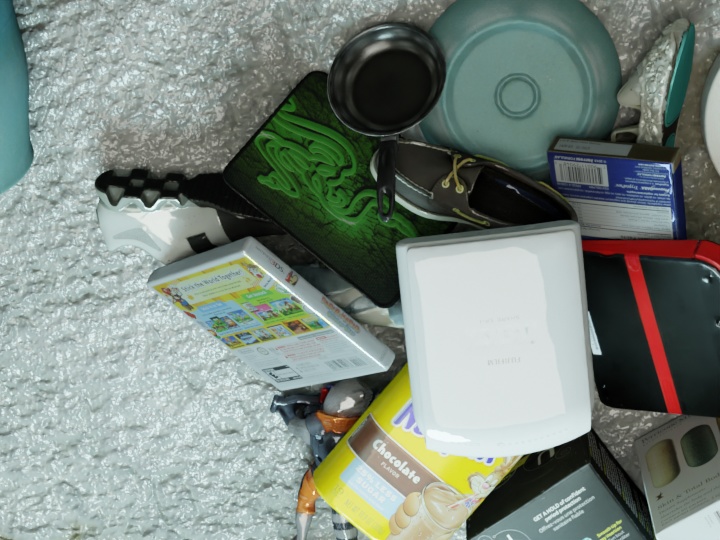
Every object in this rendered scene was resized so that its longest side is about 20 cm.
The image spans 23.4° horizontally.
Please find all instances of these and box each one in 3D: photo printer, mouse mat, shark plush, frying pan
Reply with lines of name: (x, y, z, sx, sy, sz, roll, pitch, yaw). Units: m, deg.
photo printer: (0.122, 0.064, 1.536, 0.164, 0.069, 0.202, -6, 98, 0)
mouse mat: (-0.010, -0.077, 1.602, 0.199, 0.161, 0.008, 38, 151, 1)
shark plush: (-0.008, 0.006, 1.620, 0.198, 0.091, 0.084, 7, 88, 6)
frying pan: (0.039, -0.143, 1.585, 0.114, 0.031, 0.191, -26, 65, 6)

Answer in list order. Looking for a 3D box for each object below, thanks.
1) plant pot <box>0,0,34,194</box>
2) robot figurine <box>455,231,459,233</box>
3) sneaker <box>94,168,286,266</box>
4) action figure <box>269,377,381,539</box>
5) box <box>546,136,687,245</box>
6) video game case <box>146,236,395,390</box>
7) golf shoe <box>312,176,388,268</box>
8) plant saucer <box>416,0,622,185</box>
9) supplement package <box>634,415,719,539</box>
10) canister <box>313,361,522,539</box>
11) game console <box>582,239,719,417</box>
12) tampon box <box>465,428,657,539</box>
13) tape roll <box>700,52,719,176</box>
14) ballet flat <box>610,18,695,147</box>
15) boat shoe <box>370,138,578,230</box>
plant pot: (-0.387, -0.164, 1.581, 0.198, 0.201, 0.189, -11, 124, 7)
robot figurine: (0.125, 0.069, 1.690, 0.145, 0.058, 0.200, -41, 101, 16)
sneaker: (-0.155, -0.043, 1.668, 0.198, 0.074, 0.089, 6, 120, 7)
action figure: (0.007, 0.190, 1.719, 0.198, 0.105, 0.195, -1, 118, 6)
box: (0.244, -0.031, 1.622, 0.120, 0.032, 0.202, 8, 130, 25)
video game case: (-0.087, 0.044, 1.625, 0.182, 0.199, 0.023, 40, 63, -21)
golf shoe: (0.000, 0.000, 1.667, 0.088, 0.077, 0.201, 28, 108, -12)
plant saucer: (0.146, -0.166, 1.620, 0.198, 0.036, 0.202, 1, 110, 3)
supplement package: (0.368, 0.229, 1.656, 0.151, 0.200, 0.151, -30, 105, 12)
canister: (0.069, 0.165, 1.635, 0.148, 0.087, 0.200, 39, 99, -9)
game console: (0.286, 0.055, 1.635, 0.175, 0.031, 0.201, 4, 129, 35)
tampon box: (0.218, 0.277, 1.720, 0.149, 0.126, 0.201, -34, 103, 13)
tape roll: (0.416, -0.146, 1.610, 0.200, 0.037, 0.205, 1, 109, 4)
ballet flat: (0.265, -0.135, 1.609, 0.071, 0.072, 0.202, 4, 111, 2)
boat shoe: (0.106, -0.075, 1.592, 0.200, 0.072, 0.061, 24, 154, 2)
